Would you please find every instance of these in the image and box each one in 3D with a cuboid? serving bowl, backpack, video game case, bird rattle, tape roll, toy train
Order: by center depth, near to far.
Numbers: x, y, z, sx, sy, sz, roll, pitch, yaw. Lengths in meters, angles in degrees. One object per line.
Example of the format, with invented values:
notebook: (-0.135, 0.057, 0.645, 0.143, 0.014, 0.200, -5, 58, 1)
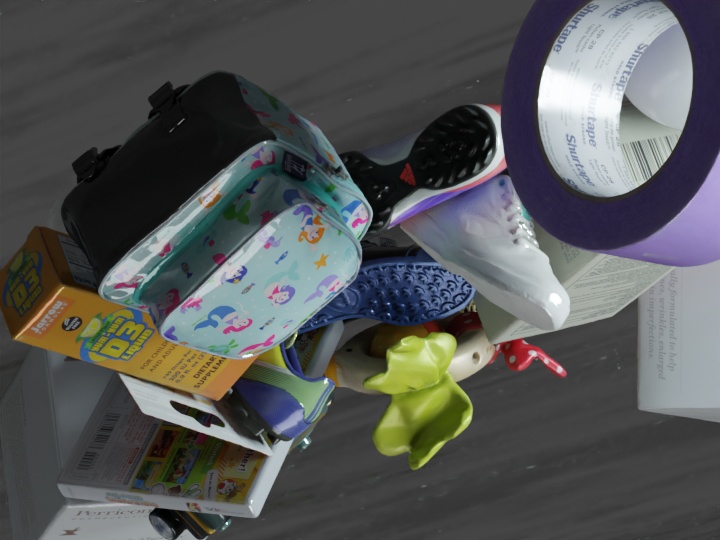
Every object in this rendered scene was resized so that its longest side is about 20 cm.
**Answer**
tape roll: (0.188, -0.106, 1.466, 0.085, 0.201, 0.199, 10, 152, -41)
serving bowl: (0.278, -0.145, 1.602, 0.198, 0.066, 0.200, -10, 160, -4)
backpack: (-0.087, -0.031, 1.606, 0.177, 0.151, 0.200, -41, 157, 13)
video game case: (-0.128, 0.108, 1.844, 0.181, 0.201, 0.023, 3, 138, 27)
bird rattle: (0.061, 0.060, 1.857, 0.162, 0.113, 0.200, 7, -146, 41)
toy train: (-0.094, 0.144, 1.895, 0.200, 0.085, 0.114, -44, -176, -27)

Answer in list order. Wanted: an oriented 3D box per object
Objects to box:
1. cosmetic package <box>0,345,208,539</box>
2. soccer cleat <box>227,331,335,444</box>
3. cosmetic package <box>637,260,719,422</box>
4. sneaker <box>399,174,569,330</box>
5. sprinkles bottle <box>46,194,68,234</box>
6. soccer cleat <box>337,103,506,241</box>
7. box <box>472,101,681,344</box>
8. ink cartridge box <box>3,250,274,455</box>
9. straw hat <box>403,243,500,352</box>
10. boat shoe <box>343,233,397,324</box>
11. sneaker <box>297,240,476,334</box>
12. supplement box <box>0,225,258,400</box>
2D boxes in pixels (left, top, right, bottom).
cosmetic package: (-0.216, 0.157, 2.028, 0.166, 0.168, 0.200, -1, 157, -22)
soccer cleat: (-0.090, 0.046, 1.785, 0.084, 0.200, 0.065, -43, 151, 9)
cosmetic package: (0.343, 0.041, 1.913, 0.164, 0.166, 0.200, -3, 171, 30)
sneaker: (0.103, -0.027, 1.670, 0.089, 0.200, 0.075, -49, 125, -1)
sprinkles bottle: (-0.137, -0.020, 1.734, 0.199, 0.069, 0.068, 2, 157, -30)
soccer cleat: (0.041, -0.070, 1.697, 0.199, 0.069, 0.073, -24, 170, 37)
box: (0.174, -0.038, 1.751, 0.127, 0.110, 0.200, -11, 163, -29)
ink cartridge box: (-0.173, 0.071, 1.768, 0.057, 0.201, 0.162, -44, 143, 18)
straw hat: (0.082, 0.041, 1.976, 0.199, 0.086, 0.201, -9, 159, -3)
boat shoe: (-0.047, 0.034, 1.922, 0.199, 0.068, 0.072, -22, 157, 30)
sneaker: (0.000, 0.000, 1.819, 0.199, 0.078, 0.070, -7, 130, 19)
supplement box: (-0.168, 0.033, 1.669, 0.199, 0.069, 0.067, 21, 122, -40)
